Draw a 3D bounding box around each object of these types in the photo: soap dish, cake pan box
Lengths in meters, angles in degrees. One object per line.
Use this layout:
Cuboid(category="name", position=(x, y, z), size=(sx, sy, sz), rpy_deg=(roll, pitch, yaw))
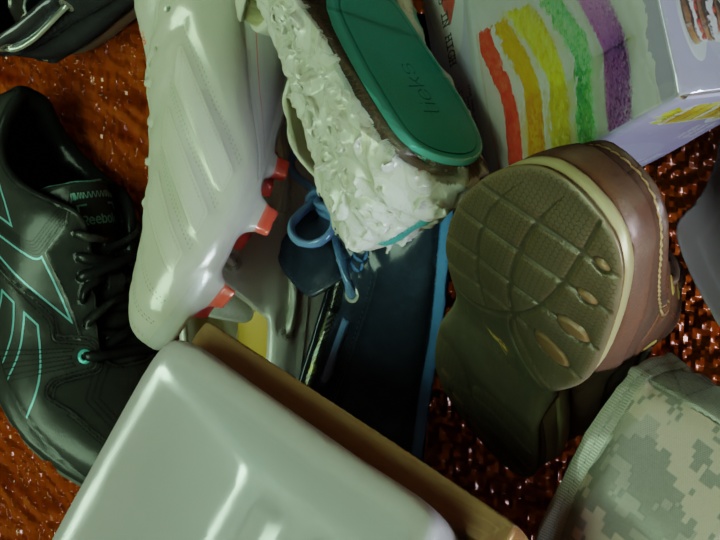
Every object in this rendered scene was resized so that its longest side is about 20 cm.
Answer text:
Cuboid(category="soap dish", position=(-0.029, 0.124, 0.910), size=(0.200, 0.081, 0.157), rpy_deg=(30, 92, 52))
Cuboid(category="cake pan box", position=(0.069, -0.132, 0.884), size=(0.184, 0.052, 0.200), rpy_deg=(156, 106, -67))

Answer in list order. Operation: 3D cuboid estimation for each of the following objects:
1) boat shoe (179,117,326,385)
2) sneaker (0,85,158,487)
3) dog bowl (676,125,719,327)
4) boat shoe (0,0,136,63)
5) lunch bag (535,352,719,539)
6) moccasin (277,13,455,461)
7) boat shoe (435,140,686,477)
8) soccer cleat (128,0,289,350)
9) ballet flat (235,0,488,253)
Cuboid(category="boat shoe", position=(-0.047, 0.000, 1.064), size=(0.071, 0.070, 0.200), rpy_deg=(13, 108, 41))
Cuboid(category="sneaker", position=(-0.126, 0.011, 1.138), size=(0.079, 0.075, 0.200), rpy_deg=(-47, 67, 36))
Cuboid(category="dog bowl", position=(0.192, -0.042, 0.842), size=(0.200, 0.059, 0.200), rpy_deg=(11, 106, 42))
Cuboid(category="boat shoe", position=(-0.105, -0.142, 1.080), size=(0.200, 0.063, 0.073), rpy_deg=(-38, 74, 49))
Cuboid(category="lunch bag", position=(0.138, 0.143, 0.892), size=(0.164, 0.118, 0.200), rpy_deg=(37, 126, 33))
Cuboid(category="moccasin", position=(0.000, 0.000, 1.003), size=(0.068, 0.080, 0.200), rpy_deg=(8, 107, 1))
Cuboid(category="boat shoe", position=(0.073, 0.004, 0.900), size=(0.072, 0.068, 0.200), rpy_deg=(50, 162, 16))
Cuboid(category="soccer cleat", position=(-0.058, -0.068, 1.006), size=(0.069, 0.078, 0.200), rpy_deg=(154, 137, -75))
Cuboid(category="ballet flat", position=(-0.016, -0.089, 0.944), size=(0.072, 0.072, 0.200), rpy_deg=(-49, 47, 37))
